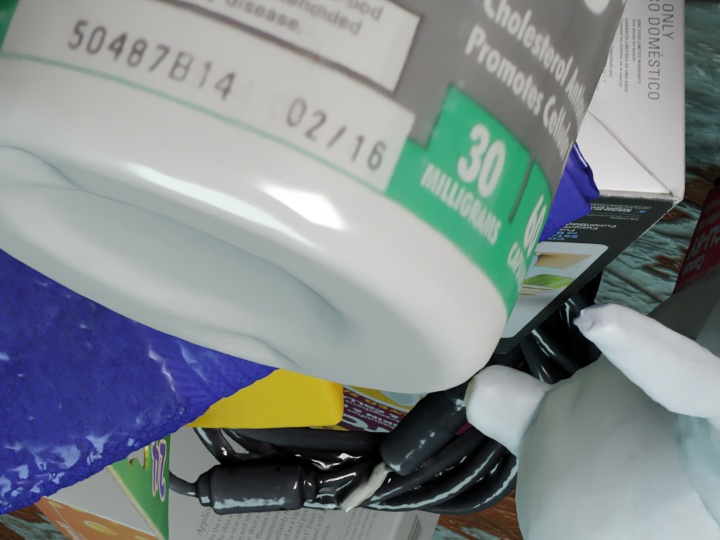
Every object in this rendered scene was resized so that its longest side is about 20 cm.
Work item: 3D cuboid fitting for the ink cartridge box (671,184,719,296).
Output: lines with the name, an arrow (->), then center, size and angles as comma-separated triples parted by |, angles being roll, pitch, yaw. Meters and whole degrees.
ink cartridge box -> 0.154, 0.083, 0.951 | 0.145, 0.201, 0.083 | 24, 166, -9

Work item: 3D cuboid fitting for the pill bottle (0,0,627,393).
pill bottle -> 0.003, -0.090, 0.527 | 0.113, 0.201, 0.113 | 20, 166, 5

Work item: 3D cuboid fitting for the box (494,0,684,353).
box -> 0.032, -0.053, 0.785 | 0.060, 0.117, 0.200 | 3, 167, -9

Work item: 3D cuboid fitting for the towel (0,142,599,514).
towel -> -0.067, -0.033, 0.637 | 0.148, 0.200, 0.050 | 59, -169, -12

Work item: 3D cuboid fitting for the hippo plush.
hippo plush -> 0.121, 0.056, 0.749 | 0.159, 0.200, 0.161 | 51, 141, 2

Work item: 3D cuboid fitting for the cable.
cable -> 0.000, 0.000, 0.960 | 0.163, 0.051, 0.201 | 9, 120, 7

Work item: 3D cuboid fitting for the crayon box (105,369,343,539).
crayon box -> -0.034, -0.041, 0.758 | 0.051, 0.201, 0.126 | -1, 163, 5

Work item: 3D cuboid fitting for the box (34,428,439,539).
box -> -0.066, 0.121, 1.616 | 0.199, 0.098, 0.124 | 18, 166, 12

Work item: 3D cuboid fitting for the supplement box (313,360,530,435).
supplement box -> 0.021, 0.010, 1.106 | 0.110, 0.086, 0.200 | 21, 166, 0
